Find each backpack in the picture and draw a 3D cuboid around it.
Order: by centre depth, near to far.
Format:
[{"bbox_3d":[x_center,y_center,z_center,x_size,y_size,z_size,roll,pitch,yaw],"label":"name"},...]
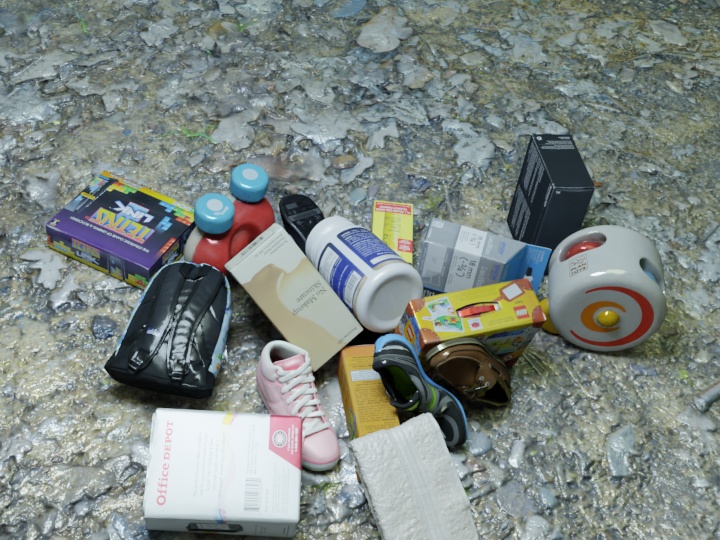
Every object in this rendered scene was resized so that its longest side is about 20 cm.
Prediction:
[{"bbox_3d":[-0.265,0.083,1.537,0.162,0.154,0.201,9,71,5],"label":"backpack"}]

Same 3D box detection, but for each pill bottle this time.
[{"bbox_3d":[0.000,0.000,1.614,0.115,0.116,0.200,-17,36,-25],"label":"pill bottle"}]

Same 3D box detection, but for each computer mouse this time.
[{"bbox_3d":[-0.096,-0.035,1.748,0.140,0.046,0.200,-25,65,-35],"label":"computer mouse"}]

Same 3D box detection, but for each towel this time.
[{"bbox_3d":[0.073,0.301,1.388,0.132,0.034,0.201,-15,75,-24],"label":"towel"}]

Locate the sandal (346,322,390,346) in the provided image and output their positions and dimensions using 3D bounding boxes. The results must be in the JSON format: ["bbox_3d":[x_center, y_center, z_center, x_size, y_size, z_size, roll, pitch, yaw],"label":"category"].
[{"bbox_3d":[-0.038,0.077,1.638,0.199,0.048,0.075,21,46,10],"label":"sandal"}]

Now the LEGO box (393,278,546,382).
[{"bbox_3d":[0.156,0.096,1.570,0.199,0.149,0.078,-10,60,-20],"label":"LEGO box"}]

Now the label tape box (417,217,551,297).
[{"bbox_3d":[0.191,0.010,1.676,0.199,0.145,0.063,15,44,6],"label":"label tape box"}]

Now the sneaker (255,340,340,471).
[{"bbox_3d":[-0.091,0.184,1.483,0.075,0.105,0.201,-16,51,-26],"label":"sneaker"}]

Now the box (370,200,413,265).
[{"bbox_3d":[0.052,-0.033,1.763,0.075,0.050,0.201,7,44,-1],"label":"box"}]

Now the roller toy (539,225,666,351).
[{"bbox_3d":[0.389,0.033,1.658,0.198,0.183,0.140,10,45,0],"label":"roller toy"}]

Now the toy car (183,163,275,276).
[{"bbox_3d":[-0.155,-0.026,1.634,0.199,0.185,0.177,32,47,12],"label":"toy car"}]

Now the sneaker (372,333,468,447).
[{"bbox_3d":[0.078,0.183,1.482,0.200,0.071,0.083,52,36,-18],"label":"sneaker"}]

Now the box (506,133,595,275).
[{"bbox_3d":[0.321,-0.111,1.780,0.078,0.201,0.142,1,45,-9],"label":"box"}]

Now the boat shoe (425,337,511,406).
[{"bbox_3d":[0.169,0.151,1.519,0.199,0.072,0.068,20,41,-51],"label":"boat shoe"}]

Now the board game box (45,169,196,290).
[{"bbox_3d":[-0.388,-0.069,1.722,0.199,0.057,0.166,22,45,13],"label":"board game box"}]

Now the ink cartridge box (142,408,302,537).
[{"bbox_3d":[-0.178,0.267,1.374,0.198,0.086,0.149,4,62,-4],"label":"ink cartridge box"}]

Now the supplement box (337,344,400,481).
[{"bbox_3d":[0.013,0.203,1.507,0.068,0.067,0.201,-3,45,-13],"label":"supplement box"}]

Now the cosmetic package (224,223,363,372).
[{"bbox_3d":[-0.098,0.040,1.545,0.105,0.200,0.071,-41,16,-6],"label":"cosmetic package"}]
